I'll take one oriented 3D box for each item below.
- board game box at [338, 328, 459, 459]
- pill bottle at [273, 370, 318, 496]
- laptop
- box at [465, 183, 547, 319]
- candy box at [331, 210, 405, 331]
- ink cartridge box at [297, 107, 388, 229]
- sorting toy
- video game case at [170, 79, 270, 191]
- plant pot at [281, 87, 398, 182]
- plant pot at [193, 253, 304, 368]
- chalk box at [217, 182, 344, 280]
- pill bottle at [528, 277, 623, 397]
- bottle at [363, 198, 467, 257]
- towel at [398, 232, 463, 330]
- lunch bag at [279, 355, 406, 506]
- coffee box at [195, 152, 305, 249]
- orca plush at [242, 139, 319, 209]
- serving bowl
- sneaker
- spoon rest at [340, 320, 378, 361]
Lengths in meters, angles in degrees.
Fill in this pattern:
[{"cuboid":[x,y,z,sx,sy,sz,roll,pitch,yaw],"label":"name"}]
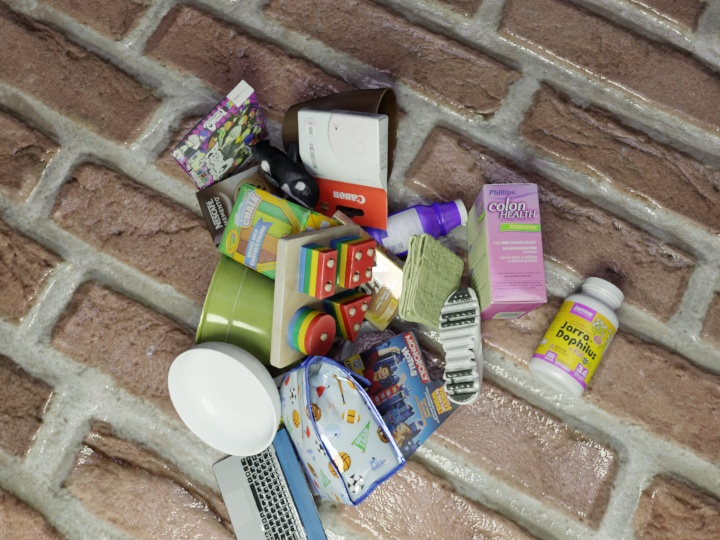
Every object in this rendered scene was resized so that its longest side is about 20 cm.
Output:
[{"cuboid":[0.074,0.215,0.972,0.196,0.061,0.205,-19,89,-30],"label":"board game box"},{"cuboid":[-0.084,0.274,0.980,0.110,0.113,0.204,-20,77,-4],"label":"pill bottle"},{"cuboid":[-0.156,0.383,0.938,0.197,0.116,0.191,-26,77,7],"label":"laptop"},{"cuboid":[0.254,-0.026,1.011,0.094,0.176,0.206,-2,76,0],"label":"box"},{"cuboid":[0.000,0.000,1.032,0.199,0.055,0.116,38,107,-2],"label":"candy box"},{"cuboid":[-0.029,-0.173,0.987,0.159,0.057,0.205,13,114,26],"label":"ink cartridge box"},{"cuboid":[-0.049,0.041,0.911,0.068,0.198,0.204,15,108,30],"label":"sorting toy"},{"cuboid":[-0.252,-0.233,1.056,0.036,0.200,0.182,39,80,8],"label":"video game case"},{"cuboid":[-0.044,-0.257,1.082,0.195,0.187,0.192,9,77,15],"label":"plant pot"},{"cuboid":[-0.176,0.090,1.000,0.185,0.200,0.205,16,77,-7],"label":"plant pot"},{"cuboid":[-0.150,-0.064,0.968,0.197,0.123,0.127,23,94,28],"label":"chalk box"},{"cuboid":[0.391,0.116,1.013,0.103,0.104,0.202,32,79,8],"label":"pill bottle"},{"cuboid":[0.106,-0.082,1.082,0.196,0.065,0.085,-21,88,-4],"label":"bottle"},{"cuboid":[0.125,0.024,0.996,0.036,0.199,0.152,9,83,34],"label":"towel"},{"cuboid":[-0.043,0.229,0.853,0.122,0.170,0.203,-29,84,-28],"label":"lunch bag"},{"cuboid":[-0.201,-0.128,1.092,0.196,0.080,0.115,-25,78,-5],"label":"coffee box"},{"cuboid":[-0.127,-0.195,1.007,0.072,0.104,0.201,-55,45,17],"label":"orca plush"},{"cuboid":[-0.207,0.195,0.906,0.195,0.066,0.205,10,119,19],"label":"serving bowl"},{"cuboid":[0.181,0.133,0.988,0.074,0.081,0.205,-6,69,28],"label":"sneaker"},{"cuboid":[-0.008,0.196,1.019,0.059,0.099,0.205,-9,62,31],"label":"spoon rest"}]
